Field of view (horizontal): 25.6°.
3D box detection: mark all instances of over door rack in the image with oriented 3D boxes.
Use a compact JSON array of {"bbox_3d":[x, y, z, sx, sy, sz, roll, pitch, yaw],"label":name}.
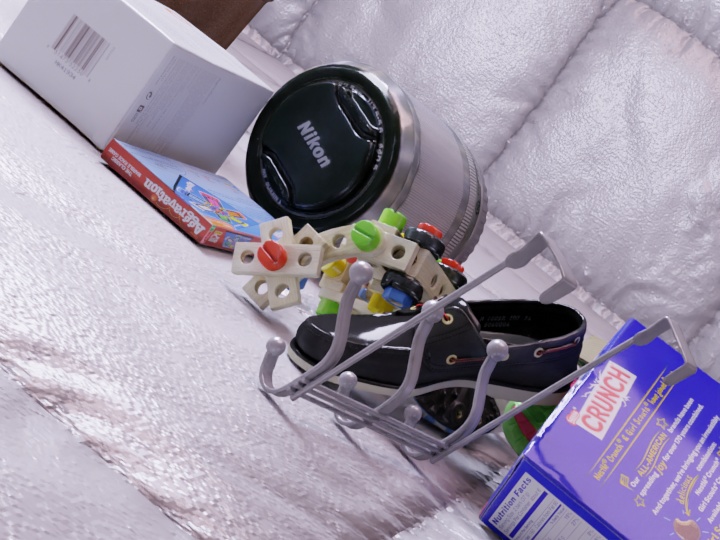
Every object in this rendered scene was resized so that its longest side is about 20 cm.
[{"bbox_3d":[0.064,0.038,0.877,0.147,0.199,0.067,28,49,-45],"label":"over door rack"}]

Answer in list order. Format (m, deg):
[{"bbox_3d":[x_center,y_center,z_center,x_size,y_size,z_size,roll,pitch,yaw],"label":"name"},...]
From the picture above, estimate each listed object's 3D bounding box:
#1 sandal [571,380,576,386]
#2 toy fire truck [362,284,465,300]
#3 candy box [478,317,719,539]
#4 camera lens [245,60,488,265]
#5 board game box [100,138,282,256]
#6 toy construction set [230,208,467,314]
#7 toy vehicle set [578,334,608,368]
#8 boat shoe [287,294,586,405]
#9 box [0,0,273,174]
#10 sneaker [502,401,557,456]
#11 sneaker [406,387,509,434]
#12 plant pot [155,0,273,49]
[{"bbox_3d":[0.173,0.112,1.338,0.074,0.046,0.200,-1,-8,14],"label":"sandal"},{"bbox_3d":[0.050,0.038,1.306,0.141,0.049,0.200,36,8,-11],"label":"toy fire truck"},{"bbox_3d":[0.196,0.148,0.960,0.200,0.077,0.169,39,43,9],"label":"candy box"},{"bbox_3d":[0.007,-0.078,1.362,0.160,0.160,0.200,42,7,31],"label":"camera lens"},{"bbox_3d":[-0.111,-0.047,1.195,0.103,0.020,0.200,39,8,18],"label":"board game box"},{"bbox_3d":[0.000,0.000,1.100,0.130,0.093,0.200,21,1,25],"label":"toy construction set"},{"bbox_3d":[0.263,0.153,1.366,0.201,0.026,0.124,56,-7,-17],"label":"toy vehicle set"},{"bbox_3d":[0.051,0.043,1.014,0.200,0.064,0.074,5,26,-21],"label":"boat shoe"},{"bbox_3d":[-0.174,-0.155,1.250,0.124,0.098,0.200,39,9,17],"label":"box"},{"bbox_3d":[0.177,0.158,1.071,0.200,0.077,0.084,52,-3,19],"label":"sneaker"},{"bbox_3d":[0.076,0.084,1.150,0.072,0.073,0.199,1,-6,32],"label":"sneaker"},{"bbox_3d":[-0.182,-0.262,1.459,0.200,0.199,0.200,37,7,-5],"label":"plant pot"}]
